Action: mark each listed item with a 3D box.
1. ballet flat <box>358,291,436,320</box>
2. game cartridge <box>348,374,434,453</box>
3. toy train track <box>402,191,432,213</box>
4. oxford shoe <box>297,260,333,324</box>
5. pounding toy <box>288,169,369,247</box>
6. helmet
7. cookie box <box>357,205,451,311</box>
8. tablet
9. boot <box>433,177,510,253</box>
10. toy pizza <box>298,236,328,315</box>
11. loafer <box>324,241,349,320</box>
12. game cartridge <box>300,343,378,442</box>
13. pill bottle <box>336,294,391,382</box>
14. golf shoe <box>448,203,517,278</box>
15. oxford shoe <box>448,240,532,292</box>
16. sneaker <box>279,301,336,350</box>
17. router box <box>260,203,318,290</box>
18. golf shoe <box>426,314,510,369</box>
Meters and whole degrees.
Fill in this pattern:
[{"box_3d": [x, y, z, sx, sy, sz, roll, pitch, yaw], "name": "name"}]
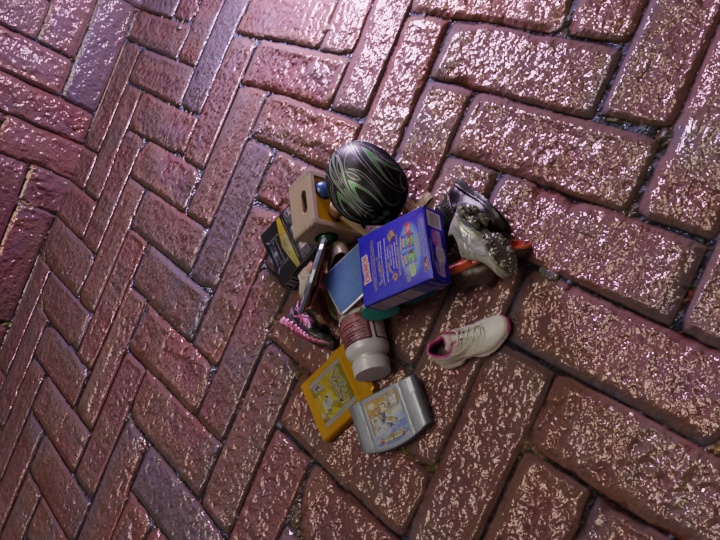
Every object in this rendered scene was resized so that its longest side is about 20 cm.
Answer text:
[{"box_3d": [0.089, 0.061, 1.699, 0.197, 0.069, 0.068, -19, 28, 5], "name": "ballet flat"}, {"box_3d": [0.070, 0.340, 1.658, 0.198, 0.041, 0.135, -32, 62, 27], "name": "game cartridge"}, {"box_3d": [0.110, -0.177, 1.808, 0.115, 0.032, 0.201, -50, 48, 18], "name": "toy train track"}, {"box_3d": [-0.121, 0.071, 1.911, 0.073, 0.071, 0.202, -35, 44, 21], "name": "oxford shoe"}, {"box_3d": [-0.067, -0.142, 1.874, 0.142, 0.182, 0.203, -34, 55, 43], "name": "pounding toy"}, {"box_3d": [0.006, -0.214, 1.771, 0.198, 0.189, 0.204, -24, 55, 40], "name": "helmet"}, {"box_3d": [0.093, -0.023, 1.597, 0.198, 0.075, 0.174, -24, 61, 37], "name": "cookie box"}, {"box_3d": [0.000, 0.000, 1.731, 0.200, 0.014, 0.131, -43, 51, 13], "name": "tablet"}, {"box_3d": [0.234, -0.100, 1.635, 0.158, 0.079, 0.212, -50, 38, 9], "name": "boot"}, {"box_3d": [-0.111, 0.016, 1.792, 0.200, 0.031, 0.204, -162, 89, -85], "name": "toy pizza"}, {"box_3d": [-0.056, 0.031, 1.822, 0.068, 0.074, 0.204, -106, 12, -81], "name": "loafer"}, {"box_3d": [-0.053, 0.297, 1.802, 0.200, 0.032, 0.178, -47, 50, 22], "name": "game cartridge"}, {"box_3d": [0.009, 0.157, 1.738, 0.109, 0.109, 0.203, -31, 57, 30], "name": "pill bottle"}, {"box_3d": [0.257, -0.045, 1.529, 0.202, 0.077, 0.098, 60, 136, 32], "name": "golf shoe"}, {"box_3d": [0.290, -0.010, 1.582, 0.198, 0.071, 0.074, -21, 96, 28], "name": "oxford shoe"}, {"box_3d": [-0.128, 0.139, 1.904, 0.198, 0.079, 0.096, 25, 77, 41], "name": "sneaker"}, {"box_3d": [-0.190, -0.073, 2.033, 0.157, 0.052, 0.202, -44, 51, 22], "name": "router box"}, {"box_3d": [0.230, 0.152, 1.553, 0.199, 0.091, 0.076, -34, 54, 28], "name": "golf shoe"}]
